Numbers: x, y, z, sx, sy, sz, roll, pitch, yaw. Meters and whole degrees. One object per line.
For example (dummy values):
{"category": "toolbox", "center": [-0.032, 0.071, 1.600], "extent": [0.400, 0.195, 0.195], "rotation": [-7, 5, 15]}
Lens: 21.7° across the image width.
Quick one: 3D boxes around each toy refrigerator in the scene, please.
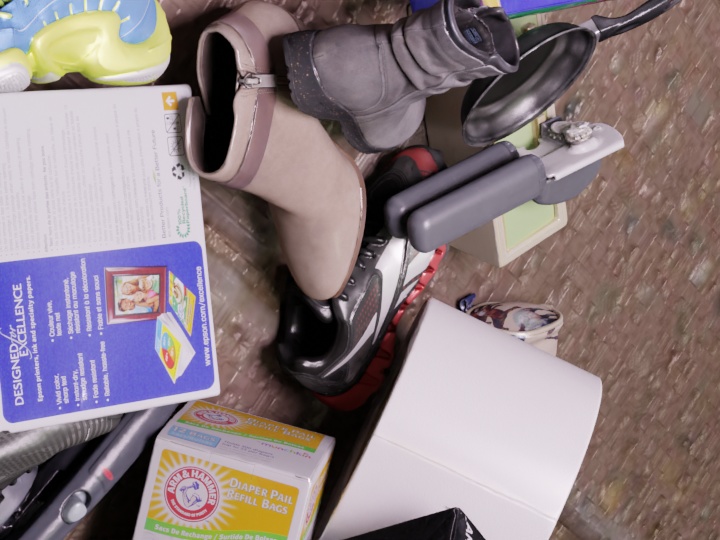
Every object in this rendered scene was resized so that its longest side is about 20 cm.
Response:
{"category": "toy refrigerator", "center": [0.097, -0.109, 1.368], "extent": [0.076, 0.070, 0.201], "rotation": [-31, 127, -30]}

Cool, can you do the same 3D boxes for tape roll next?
{"category": "tape roll", "center": [0.068, 0.138, 1.336], "extent": [0.203, 0.139, 0.204], "rotation": [-154, -90, -89]}

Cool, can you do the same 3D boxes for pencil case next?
{"category": "pencil case", "center": [0.101, 0.122, 1.476], "extent": [0.089, 0.078, 0.201], "rotation": [-3, 111, -34]}

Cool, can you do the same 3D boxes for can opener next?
{"category": "can opener", "center": [0.106, -0.058, 1.317], "extent": [0.199, 0.053, 0.067], "rotation": [-24, 125, -31]}
{"category": "can opener", "center": [-0.180, 0.126, 1.217], "extent": [0.200, 0.063, 0.079], "rotation": [-43, 133, -21]}

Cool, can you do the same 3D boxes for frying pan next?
{"category": "frying pan", "center": [0.139, -0.153, 1.270], "extent": [0.190, 0.031, 0.115], "rotation": [-42, 161, 11]}

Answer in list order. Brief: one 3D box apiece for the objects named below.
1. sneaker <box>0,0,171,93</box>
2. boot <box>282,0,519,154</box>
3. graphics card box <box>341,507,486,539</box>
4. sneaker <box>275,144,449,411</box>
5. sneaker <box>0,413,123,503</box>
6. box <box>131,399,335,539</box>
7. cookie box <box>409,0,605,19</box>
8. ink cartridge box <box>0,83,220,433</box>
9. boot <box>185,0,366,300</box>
{"category": "sneaker", "center": [-0.194, -0.156, 1.074], "extent": [0.199, 0.075, 0.106], "rotation": [-10, 104, -49]}
{"category": "boot", "center": [0.044, -0.125, 1.206], "extent": [0.200, 0.131, 0.070], "rotation": [0, 79, -71]}
{"category": "graphics card box", "center": [0.060, 0.248, 1.256], "extent": [0.200, 0.125, 0.051], "rotation": [53, 32, -32]}
{"category": "sneaker", "center": [0.000, 0.000, 1.325], "extent": [0.098, 0.071, 0.201], "rotation": [20, 96, -49]}
{"category": "sneaker", "center": [-0.238, 0.117, 1.152], "extent": [0.199, 0.066, 0.091], "rotation": [-9, 109, -37]}
{"category": "box", "center": [-0.097, 0.203, 1.274], "extent": [0.101, 0.112, 0.201], "rotation": [-51, 157, -76]}
{"category": "cookie box", "center": [0.112, -0.257, 1.264], "extent": [0.199, 0.075, 0.172], "rotation": [-17, 94, -38]}
{"category": "ink cartridge box", "center": [-0.181, -0.009, 1.124], "extent": [0.199, 0.047, 0.199], "rotation": [-7, 94, -39]}
{"category": "boot", "center": [-0.060, -0.072, 1.208], "extent": [0.146, 0.070, 0.201], "rotation": [-16, 101, -63]}
